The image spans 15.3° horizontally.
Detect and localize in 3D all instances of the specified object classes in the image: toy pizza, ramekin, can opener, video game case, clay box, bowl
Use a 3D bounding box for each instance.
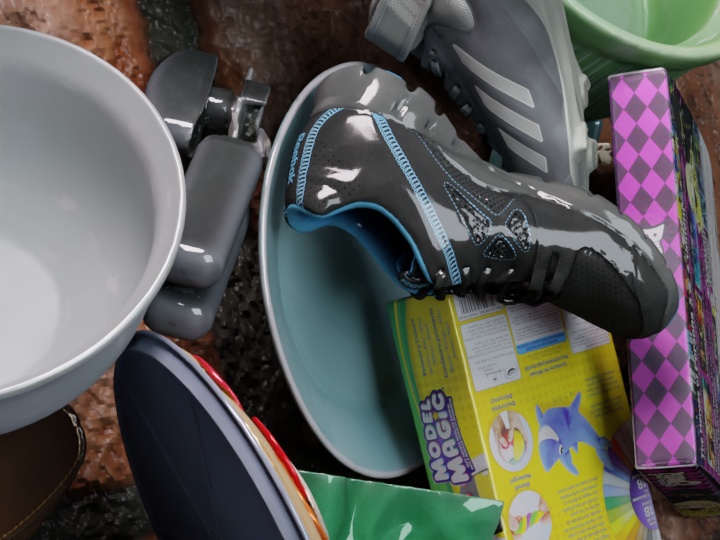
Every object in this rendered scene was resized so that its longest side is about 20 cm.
[{"bbox_3d":[-0.044,0.113,1.117,0.032,0.200,0.201,-25,95,-20],"label":"toy pizza"},{"bbox_3d":[0.112,-0.176,1.398,0.199,0.098,0.201,18,56,-28],"label":"ramekin"},{"bbox_3d":[-0.075,-0.036,1.216,0.066,0.053,0.200,11,29,-2],"label":"can opener"},{"bbox_3d":[0.163,0.017,1.386,0.181,0.036,0.201,41,44,-72],"label":"video game case"},{"bbox_3d":[0.086,0.100,1.309,0.115,0.047,0.201,-13,91,-46],"label":"clay box"},{"bbox_3d":[-0.170,-0.001,1.117,0.200,0.091,0.202,0,54,0],"label":"bowl"}]

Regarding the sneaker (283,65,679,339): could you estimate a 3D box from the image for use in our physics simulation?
[{"bbox_3d":[0.054,-0.011,1.247,0.199,0.073,0.082,29,62,-8],"label":"sneaker"}]

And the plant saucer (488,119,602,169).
[{"bbox_3d":[0.086,-0.020,1.393,0.070,0.019,0.201,44,49,-37],"label":"plant saucer"}]

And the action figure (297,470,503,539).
[{"bbox_3d":[-0.006,0.197,1.236,0.117,0.055,0.201,10,85,-13],"label":"action figure"}]

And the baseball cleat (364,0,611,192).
[{"bbox_3d":[0.060,-0.097,1.293,0.070,0.106,0.201,-75,156,-62],"label":"baseball cleat"}]

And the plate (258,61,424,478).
[{"bbox_3d":[0.000,0.000,1.299,0.200,0.025,0.202,11,77,-57],"label":"plate"}]

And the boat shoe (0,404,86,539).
[{"bbox_3d":[-0.185,0.106,1.115,0.200,0.067,0.072,-29,97,-41],"label":"boat shoe"}]
